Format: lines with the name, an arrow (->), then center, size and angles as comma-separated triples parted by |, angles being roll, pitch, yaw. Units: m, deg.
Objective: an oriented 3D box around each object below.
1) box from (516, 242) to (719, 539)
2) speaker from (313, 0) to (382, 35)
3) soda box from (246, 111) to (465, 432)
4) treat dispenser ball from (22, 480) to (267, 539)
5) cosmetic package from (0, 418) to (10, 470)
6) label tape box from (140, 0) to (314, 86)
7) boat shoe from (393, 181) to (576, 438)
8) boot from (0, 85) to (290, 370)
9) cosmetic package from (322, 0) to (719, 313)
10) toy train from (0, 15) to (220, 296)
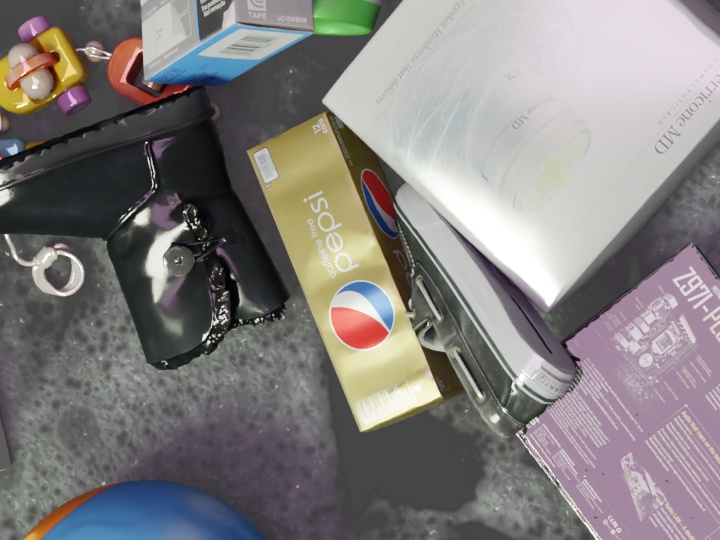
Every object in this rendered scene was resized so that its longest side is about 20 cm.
box -> 0.207, 0.110, 1.442 | 0.163, 0.086, 0.200 | -38, 83, 6
speaker -> -0.020, -0.260, 1.492 | 0.088, 0.088, 0.202 | 4, 88, 9
soda box -> 0.000, 0.000, 1.483 | 0.064, 0.068, 0.201 | -23, 85, 20
treat dispenser ball -> -0.137, 0.233, 1.433 | 0.199, 0.201, 0.203 | 0, 88, 9
cosmetic package -> -0.305, 0.047, 1.512 | 0.080, 0.113, 0.202 | -13, 88, 8
label tape box -> -0.091, -0.233, 1.459 | 0.063, 0.144, 0.202 | 1, 79, -29
boat shoe -> 0.060, 0.021, 1.422 | 0.071, 0.072, 0.200 | -46, 44, 16
boot -> -0.160, -0.011, 1.483 | 0.199, 0.076, 0.169 | -20, 99, -6
cosmetic package -> 0.121, -0.117, 1.429 | 0.200, 0.123, 0.200 | 43, 106, 7
toy train -> -0.195, -0.090, 1.527 | 0.150, 0.056, 0.201 | 33, 93, 9
